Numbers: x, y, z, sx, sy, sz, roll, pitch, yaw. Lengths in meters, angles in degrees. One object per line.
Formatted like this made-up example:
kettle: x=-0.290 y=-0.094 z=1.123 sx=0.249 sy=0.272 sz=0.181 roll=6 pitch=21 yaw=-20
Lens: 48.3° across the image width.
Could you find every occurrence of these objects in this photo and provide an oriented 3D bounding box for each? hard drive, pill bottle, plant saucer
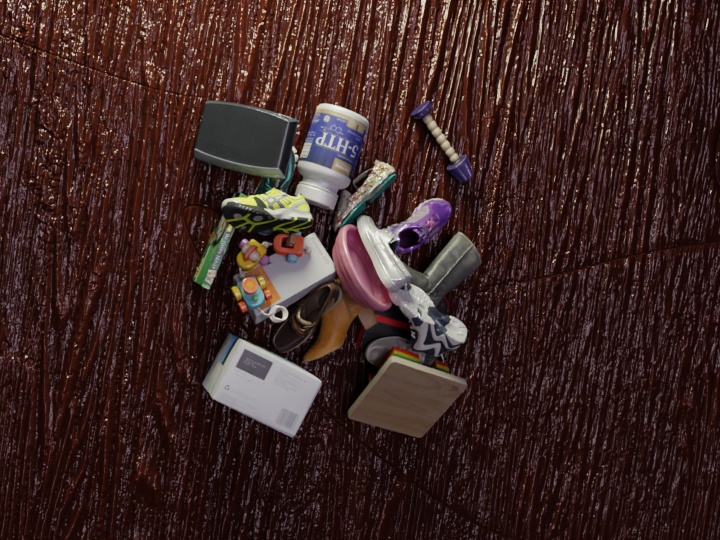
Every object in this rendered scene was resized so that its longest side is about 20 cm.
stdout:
hard drive: x=-0.235 y=-0.268 z=1.620 sx=0.198 sy=0.042 sz=0.136 roll=14 pitch=90 yaw=9
pill bottle: x=-0.066 y=-0.237 z=1.700 sx=0.119 sy=0.120 sz=0.202 roll=19 pitch=88 yaw=-22
plant saucer: x=0.000 y=0.000 z=1.727 sx=0.051 sy=0.201 sz=0.201 roll=-26 pitch=108 yaw=19

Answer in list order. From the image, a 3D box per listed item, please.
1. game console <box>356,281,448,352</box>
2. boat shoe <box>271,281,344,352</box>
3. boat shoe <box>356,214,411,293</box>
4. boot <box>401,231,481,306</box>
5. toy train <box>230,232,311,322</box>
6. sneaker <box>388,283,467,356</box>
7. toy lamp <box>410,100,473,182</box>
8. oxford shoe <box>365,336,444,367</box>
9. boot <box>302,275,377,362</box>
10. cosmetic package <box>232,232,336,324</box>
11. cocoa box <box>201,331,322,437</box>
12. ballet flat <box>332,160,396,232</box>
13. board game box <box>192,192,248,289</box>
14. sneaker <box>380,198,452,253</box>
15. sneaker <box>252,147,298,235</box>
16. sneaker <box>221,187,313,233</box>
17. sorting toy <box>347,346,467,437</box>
game console: x=0.100 y=0.120 z=1.855 sx=0.198 sy=0.031 sz=0.178 roll=16 pitch=94 yaw=-22
boat shoe: x=-0.121 y=0.099 z=1.704 sx=0.200 sy=0.072 sz=0.072 roll=-41 pitch=78 yaw=12
boat shoe: x=0.052 y=-0.048 z=1.725 sx=0.068 sy=0.201 sz=0.072 roll=-31 pitch=142 yaw=11
boot: x=0.170 y=-0.014 z=1.816 sx=0.200 sy=0.072 sz=0.182 roll=-44 pitch=122 yaw=-12
toy train: x=-0.183 y=-0.003 z=1.628 sx=0.149 sy=0.056 sz=0.202 roll=12 pitch=68 yaw=-3
sneaker: x=0.123 y=0.120 z=1.763 sx=0.198 sy=0.130 sz=0.080 roll=31 pitch=45 yaw=-10
toy lamp: x=0.190 y=-0.289 z=1.834 sx=0.058 sy=0.058 sz=0.200 roll=-42 pitch=106 yaw=-13
oxford shoe: x=0.107 y=0.195 z=1.824 sx=0.198 sy=0.058 sz=0.076 roll=11 pitch=97 yaw=-21
boot: x=-0.071 y=0.097 z=1.766 sx=0.200 sy=0.071 sz=0.145 roll=-31 pitch=97 yaw=-14
cosmetic package: x=-0.159 y=0.016 z=1.694 sx=0.199 sy=0.071 sz=0.102 roll=-30 pitch=79 yaw=-17
cocoa box: x=-0.208 y=0.235 z=1.681 sx=0.199 sy=0.131 sz=0.134 roll=30 pitch=84 yaw=-22
ballet flat: x=-0.003 y=-0.166 z=1.770 sx=0.064 sy=0.076 sz=0.200 roll=42 pitch=73 yaw=11
board game box: x=-0.286 y=-0.063 z=1.635 sx=0.023 sy=0.105 sz=0.201 roll=24 pitch=87 yaw=-25
sneaker: x=0.134 y=-0.093 z=1.813 sx=0.199 sy=0.088 sz=0.081 roll=-33 pitch=105 yaw=-17
sneaker: x=-0.183 y=-0.173 z=1.669 sx=0.077 sy=0.091 sz=0.202 roll=14 pitch=89 yaw=-7
sneaker: x=-0.190 y=-0.123 z=1.602 sx=0.199 sy=0.075 sz=0.077 roll=6 pitch=60 yaw=-39
sorting toy: x=0.100 y=0.269 z=1.802 sx=0.199 sy=0.070 sz=0.199 roll=20 pitch=125 yaw=-24
